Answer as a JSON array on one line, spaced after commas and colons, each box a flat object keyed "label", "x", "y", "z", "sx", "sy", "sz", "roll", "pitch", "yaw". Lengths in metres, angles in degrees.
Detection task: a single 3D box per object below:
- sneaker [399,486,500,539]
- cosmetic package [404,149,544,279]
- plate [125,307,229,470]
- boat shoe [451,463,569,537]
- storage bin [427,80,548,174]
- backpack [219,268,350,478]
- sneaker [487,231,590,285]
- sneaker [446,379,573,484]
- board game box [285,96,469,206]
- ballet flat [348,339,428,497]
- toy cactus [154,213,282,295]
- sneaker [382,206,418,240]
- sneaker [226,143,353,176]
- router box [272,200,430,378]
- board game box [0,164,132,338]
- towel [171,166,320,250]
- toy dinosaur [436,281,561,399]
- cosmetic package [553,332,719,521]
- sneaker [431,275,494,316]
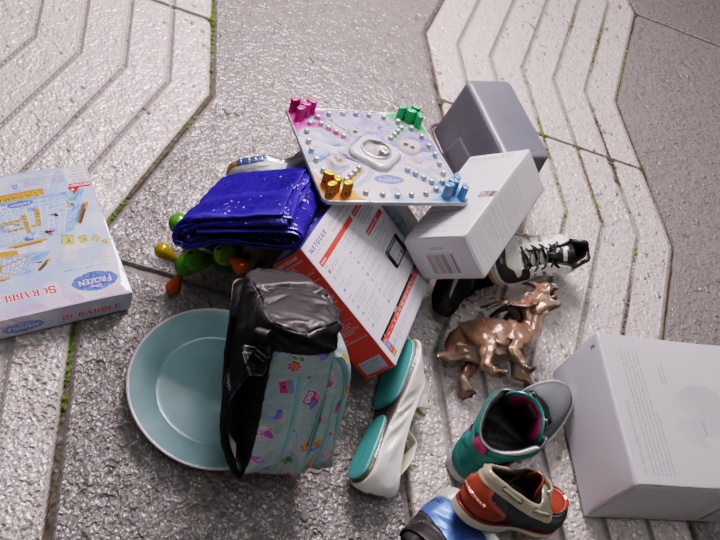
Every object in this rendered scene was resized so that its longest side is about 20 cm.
[{"label": "sneaker", "x": 0.124, "y": 0.336, "z": 0.812, "sx": 0.111, "sy": 0.077, "sz": 0.200, "roll": -26, "pitch": 64, "yaw": -40}, {"label": "cosmetic package", "x": 0.155, "y": -0.076, "z": 1.017, "sx": 0.200, "sy": 0.101, "sz": 0.074, "roll": -52, "pitch": 125, "yaw": -36}, {"label": "plate", "x": -0.166, "y": 0.134, "z": 0.878, "sx": 0.198, "sy": 0.026, "sz": 0.202, "roll": 11, "pitch": 54, "yaw": -15}, {"label": "boat shoe", "x": 0.182, "y": 0.252, "z": 0.861, "sx": 0.199, "sy": 0.063, "sz": 0.071, "roll": 19, "pitch": 21, "yaw": -43}, {"label": "storage bin", "x": 0.189, "y": -0.189, "z": 1.175, "sx": 0.144, "sy": 0.135, "sz": 0.201, "roll": -5, "pitch": 58, "yaw": -24}, {"label": "backpack", "x": -0.080, "y": 0.117, "z": 0.784, "sx": 0.125, "sy": 0.202, "sz": 0.167, "roll": 6, "pitch": 20, "yaw": -14}, {"label": "sneaker", "x": 0.251, "y": -0.025, "z": 1.072, "sx": 0.199, "sy": 0.087, "sz": 0.076, "roll": -10, "pitch": 91, "yaw": -47}, {"label": "sneaker", "x": 0.198, "y": 0.174, "z": 0.917, "sx": 0.199, "sy": 0.121, "sz": 0.084, "roll": -29, "pitch": 71, "yaw": -27}, {"label": "board game box", "x": 0.021, "y": -0.157, "z": 0.989, "sx": 0.198, "sy": 0.026, "sz": 0.201, "roll": -2, "pitch": 45, "yaw": -23}, {"label": "ballet flat", "x": 0.045, "y": 0.178, "z": 0.912, "sx": 0.069, "sy": 0.070, "sz": 0.201, "roll": 25, "pitch": 55, "yaw": -2}, {"label": "toy cactus", "x": -0.150, "y": -0.006, "z": 0.947, "sx": 0.199, "sy": 0.103, "sz": 0.164, "roll": 27, "pitch": 21, "yaw": 31}, {"label": "sneaker", "x": 0.002, "y": -0.082, "z": 1.071, "sx": 0.082, "sy": 0.074, "sz": 0.200, "roll": -24, "pitch": 57, "yaw": -31}, {"label": "sneaker", "x": -0.078, "y": -0.117, "z": 1.037, "sx": 0.198, "sy": 0.075, "sz": 0.089, "roll": -11, "pitch": 87, "yaw": 3}, {"label": "router box", "x": 0.000, "y": 0.000, "z": 0.946, "sx": 0.180, "sy": 0.049, "sz": 0.200, "roll": 52, "pitch": 34, "yaw": -15}, {"label": "board game box", "x": -0.393, "y": -0.024, "z": 0.890, "sx": 0.199, "sy": 0.041, "sz": 0.201, "roll": -13, "pitch": 62, "yaw": -29}, {"label": "towel", "x": -0.123, "y": -0.079, "z": 0.899, "sx": 0.146, "sy": 0.050, "sz": 0.200, "roll": 1, "pitch": 22, "yaw": 5}, {"label": "toy dinosaur", "x": 0.172, "y": 0.087, "z": 1.008, "sx": 0.198, "sy": 0.086, "sz": 0.136, "roll": -5, "pitch": 58, "yaw": -19}, {"label": "cosmetic package", "x": 0.376, "y": 0.202, "z": 0.978, "sx": 0.198, "sy": 0.123, "sz": 0.201, "roll": 9, "pitch": 54, "yaw": -17}, {"label": "sneaker", "x": 0.168, "y": -0.004, "z": 1.077, "sx": 0.087, "sy": 0.076, "sz": 0.201, "roll": 31, "pitch": 51, "yaw": -5}]
